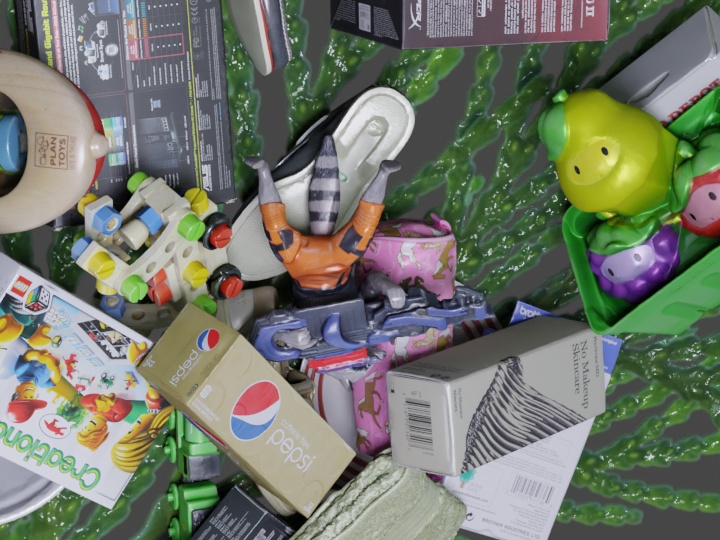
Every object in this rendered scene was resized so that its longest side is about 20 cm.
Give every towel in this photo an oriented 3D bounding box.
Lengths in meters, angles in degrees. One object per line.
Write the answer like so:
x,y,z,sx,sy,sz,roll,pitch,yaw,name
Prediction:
-0.007,0.240,1.743,0.200,0.036,0.148,-45,142,-1,towel

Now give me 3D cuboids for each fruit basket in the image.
0.233,-0.060,1.725,0.215,0.156,0.216,-8,143,-6,fruit basket

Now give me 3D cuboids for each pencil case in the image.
0.038,0.055,1.752,0.086,0.083,0.201,-21,113,-56,pencil case

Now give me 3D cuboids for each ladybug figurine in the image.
-0.261,-0.096,1.568,0.072,0.200,0.136,-12,108,-58,ladybug figurine

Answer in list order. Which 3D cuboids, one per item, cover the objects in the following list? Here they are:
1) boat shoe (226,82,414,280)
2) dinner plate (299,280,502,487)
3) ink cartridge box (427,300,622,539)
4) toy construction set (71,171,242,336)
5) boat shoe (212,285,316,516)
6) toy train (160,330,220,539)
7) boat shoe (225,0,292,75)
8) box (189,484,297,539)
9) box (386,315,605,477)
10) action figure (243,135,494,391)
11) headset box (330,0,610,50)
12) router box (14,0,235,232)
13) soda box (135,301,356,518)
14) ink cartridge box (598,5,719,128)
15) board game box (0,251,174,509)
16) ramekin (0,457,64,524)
-0.035,-0.071,1.724,0.072,0.068,0.200,42,97,-18,boat shoe
0.036,0.098,1.817,0.200,0.024,0.201,-6,105,-23,dinner plate
0.137,0.132,1.836,0.119,0.042,0.200,20,96,-25,ink cartridge box
-0.161,0.003,1.623,0.131,0.200,0.092,-39,73,-23,toy construction set
-0.069,0.107,1.737,0.065,0.072,0.200,-14,109,6,boat shoe
-0.135,0.139,1.734,0.042,0.056,0.201,-7,105,-22,toy train
-0.077,-0.254,1.665,0.062,0.071,0.201,-17,104,-22,boat shoe
-0.115,0.291,1.748,0.200,0.044,0.160,-51,142,-5,box
0.111,0.099,1.717,0.200,0.068,0.082,-19,109,-44,box
0.000,0.000,1.672,0.199,0.105,0.194,-3,114,-5,action figure
0.094,-0.223,1.700,0.199,0.149,0.077,-6,105,-21,headset box
-0.182,-0.141,1.646,0.149,0.062,0.201,-9,105,-22,router box
-0.084,0.109,1.625,0.068,0.064,0.200,-52,139,-11,soda box
0.306,-0.106,1.822,0.144,0.084,0.200,-38,120,25,ink cartridge box
-0.221,0.083,1.553,0.200,0.035,0.126,34,87,-46,board game box
-0.303,0.087,1.622,0.200,0.105,0.201,-5,104,-23,ramekin
